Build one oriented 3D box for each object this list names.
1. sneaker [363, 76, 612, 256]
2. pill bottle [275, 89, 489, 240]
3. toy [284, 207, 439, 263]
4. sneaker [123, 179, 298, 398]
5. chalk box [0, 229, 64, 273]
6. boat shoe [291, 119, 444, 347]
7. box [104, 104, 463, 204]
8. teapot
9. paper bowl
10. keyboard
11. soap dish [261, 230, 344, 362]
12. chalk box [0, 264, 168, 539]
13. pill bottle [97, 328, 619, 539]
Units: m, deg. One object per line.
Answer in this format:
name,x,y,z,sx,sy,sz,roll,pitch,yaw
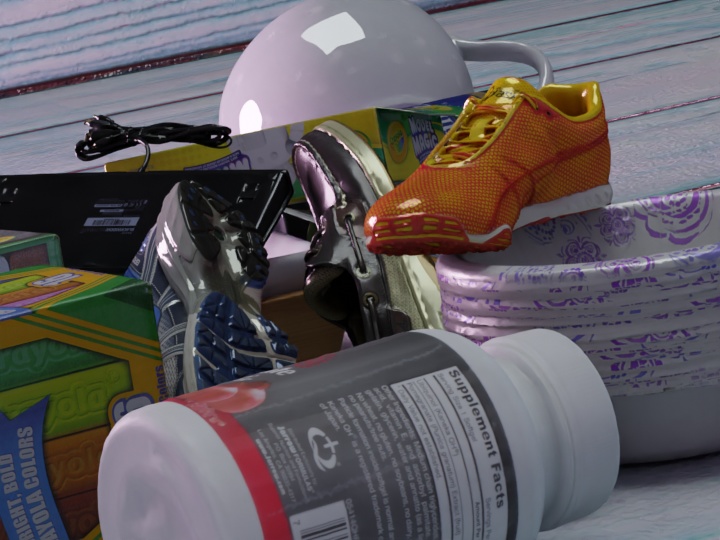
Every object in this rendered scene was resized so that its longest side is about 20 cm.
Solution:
sneaker,0.057,-0.050,1.443,0.073,0.077,0.200,-2,13,29
pill bottle,0.017,-0.047,1.955,0.199,0.112,0.112,-14,11,-30
toy,0.053,0.014,1.685,0.200,0.047,0.115,25,9,31
sneaker,-0.083,0.048,1.537,0.085,0.077,0.200,-45,33,26
chalk box,-0.228,0.049,1.600,0.124,0.124,0.200,-14,12,-34
boat shoe,0.000,0.000,1.588,0.065,0.073,0.200,-19,50,-14
box,-0.034,-0.062,1.752,0.199,0.049,0.117,-13,-1,21
teapot,0.008,-0.090,2.096,0.197,0.200,0.146,9,29,-35
paper bowl,0.140,0.028,1.441,0.200,0.105,0.201,-9,10,2
keyboard,-0.127,-0.040,1.683,0.199,0.021,0.127,1,49,29
soap dish,-0.106,0.029,1.719,0.157,0.082,0.200,-12,11,-19
chalk box,-0.200,0.080,1.387,0.199,0.125,0.124,-16,12,-30
pill bottle,0.004,0.086,1.211,0.199,0.111,0.111,-15,11,-32
